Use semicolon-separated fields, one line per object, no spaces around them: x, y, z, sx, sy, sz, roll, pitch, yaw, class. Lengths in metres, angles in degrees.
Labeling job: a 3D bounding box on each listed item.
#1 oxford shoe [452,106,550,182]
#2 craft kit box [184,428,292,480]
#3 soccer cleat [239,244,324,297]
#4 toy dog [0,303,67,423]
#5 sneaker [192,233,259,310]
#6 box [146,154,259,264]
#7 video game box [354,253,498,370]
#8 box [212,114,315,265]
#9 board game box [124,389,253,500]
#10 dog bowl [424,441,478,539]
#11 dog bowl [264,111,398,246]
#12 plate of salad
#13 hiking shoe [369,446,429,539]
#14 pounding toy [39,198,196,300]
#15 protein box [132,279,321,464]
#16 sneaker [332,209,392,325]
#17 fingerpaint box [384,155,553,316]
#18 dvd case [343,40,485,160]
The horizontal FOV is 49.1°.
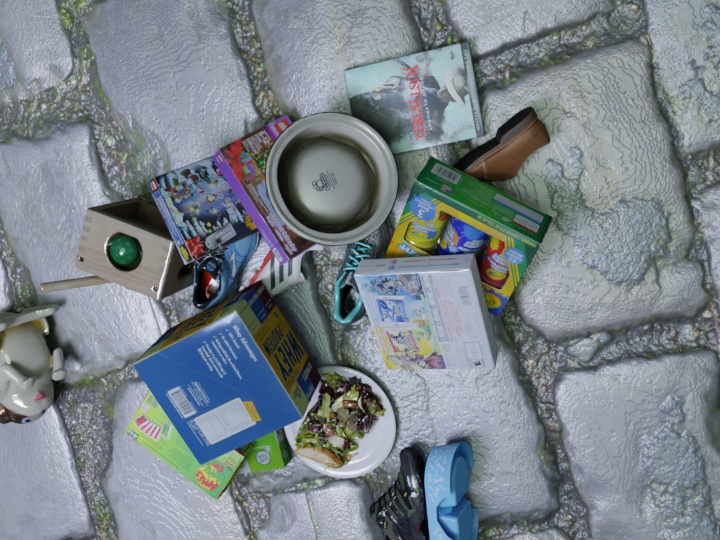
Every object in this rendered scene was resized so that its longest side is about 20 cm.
0.195;-0.155;1.183;0.200;0.071;0.071;-35;110;23;oxford shoe
-0.239;0.260;1.385;0.199;0.049;0.199;-12;100;16;craft kit box
-0.134;0.010;1.298;0.085;0.069;0.200;33;107;-3;soccer cleat
-0.619;0.178;1.418;0.193;0.139;0.201;-7;99;29;toy dog
-0.227;-0.020;1.301;0.078;0.090;0.201;19;102;10;sneaker
-0.214;-0.111;1.234;0.040;0.200;0.137;-18;99;55;box
0.103;0.068;1.206;0.181;0.047;0.201;-4;127;21;video game box
-0.120;-0.128;1.235;0.200;0.137;0.039;57;150;-2;box
-0.295;0.291;1.358;0.200;0.048;0.102;34;107;6;board game box
0.147;0.375;1.278;0.049;0.111;0.201;-2;101;28;dog bowl
-0.047;-0.131;1.185;0.199;0.074;0.201;1;83;-11;dog bowl
-0.040;0.260;1.331;0.199;0.048;0.201;3;101;14;plate of salad
0.062;0.391;1.316;0.100;0.076;0.201;0;102;11;hiking shoe
-0.373;-0.021;1.281;0.183;0.200;0.143;20;106;10;pounding toy
-0.205;0.161;1.250;0.199;0.135;0.199;-27;102;17;protein box
0.000;0.000;1.247;0.077;0.091;0.201;13;103;10;sneaker
0.155;-0.047;1.171;0.199;0.073;0.167;28;137;7;fingerpaint box
0.082;-0.258;1.213;0.199;0.022;0.147;-9;98;15;dvd case
